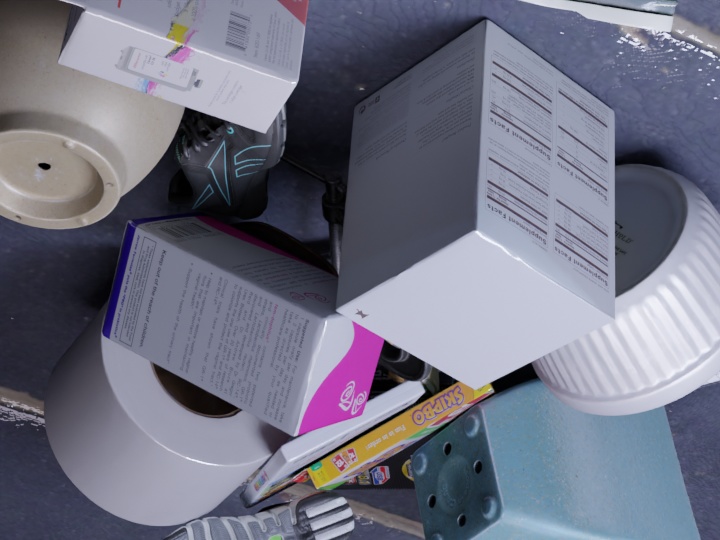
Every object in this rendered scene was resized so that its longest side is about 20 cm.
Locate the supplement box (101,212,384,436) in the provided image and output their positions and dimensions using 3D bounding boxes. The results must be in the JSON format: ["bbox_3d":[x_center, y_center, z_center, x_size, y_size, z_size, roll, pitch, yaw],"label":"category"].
[{"bbox_3d":[-0.089,0.038,1.448,0.199,0.104,0.101,24,-162,29],"label":"supplement box"}]

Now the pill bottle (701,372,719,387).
[{"bbox_3d":[0.301,0.045,1.596,0.199,0.107,0.106,-17,139,27],"label":"pill bottle"}]

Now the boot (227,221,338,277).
[{"bbox_3d":[-0.076,-0.003,1.559,0.199,0.075,0.097,14,-176,36],"label":"boot"}]

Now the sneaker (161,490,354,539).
[{"bbox_3d":[-0.111,0.262,1.734,0.199,0.075,0.115,-12,174,-20],"label":"sneaker"}]

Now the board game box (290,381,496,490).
[{"bbox_3d":[0.032,0.151,1.691,0.199,0.030,0.096,-27,170,3],"label":"board game box"}]

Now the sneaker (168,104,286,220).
[{"bbox_3d":[-0.104,-0.102,1.453,0.079,0.076,0.200,1,146,-13],"label":"sneaker"}]

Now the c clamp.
[{"bbox_3d":[0.000,0.000,1.541,0.171,0.027,0.201,29,144,34],"label":"c clamp"}]

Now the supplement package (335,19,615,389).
[{"bbox_3d":[0.091,-0.047,1.409,0.150,0.201,0.152,30,138,-31],"label":"supplement package"}]

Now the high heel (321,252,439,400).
[{"bbox_3d":[-0.017,0.058,1.678,0.142,0.072,0.200,-13,129,21],"label":"high heel"}]

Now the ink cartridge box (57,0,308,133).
[{"bbox_3d":[-0.141,-0.189,1.312,0.199,0.117,0.068,19,143,-17],"label":"ink cartridge box"}]

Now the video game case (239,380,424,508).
[{"bbox_3d":[-0.029,0.159,1.683,0.143,0.018,0.200,-26,169,-21],"label":"video game case"}]

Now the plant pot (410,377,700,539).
[{"bbox_3d":[0.163,0.211,1.721,0.199,0.197,0.196,12,143,-34],"label":"plant pot"}]

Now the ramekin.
[{"bbox_3d":[0.210,0.007,1.483,0.199,0.201,0.105,-16,131,26],"label":"ramekin"}]

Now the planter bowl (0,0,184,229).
[{"bbox_3d":[-0.231,-0.118,1.405,0.199,0.135,0.201,3,145,2],"label":"planter bowl"}]

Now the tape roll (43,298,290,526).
[{"bbox_3d":[-0.167,0.112,1.661,0.202,0.203,0.139,21,141,-22],"label":"tape roll"}]

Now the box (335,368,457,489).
[{"bbox_3d":[0.023,0.150,1.826,0.159,0.044,0.200,0,144,8],"label":"box"}]

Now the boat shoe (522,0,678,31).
[{"bbox_3d":[0.129,-0.219,1.305,0.199,0.073,0.062,14,101,-1],"label":"boat shoe"}]
